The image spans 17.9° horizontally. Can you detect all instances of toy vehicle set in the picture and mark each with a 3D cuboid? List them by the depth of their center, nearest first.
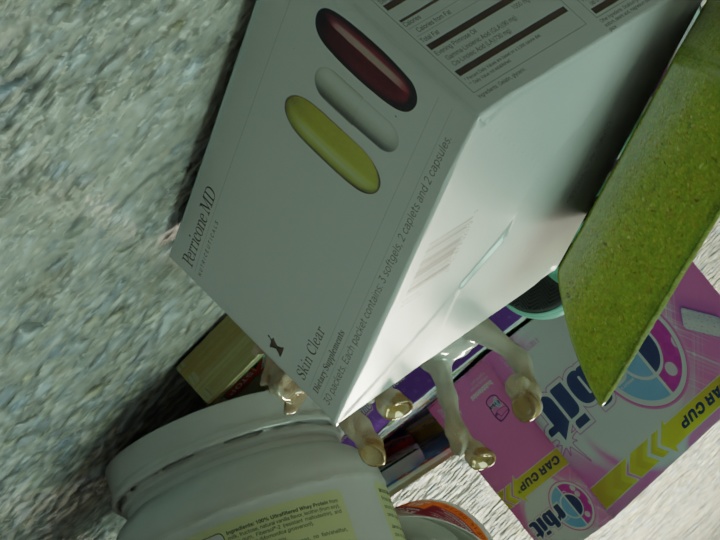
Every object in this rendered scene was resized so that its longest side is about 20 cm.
[{"bbox_3d":[0.000,0.000,1.170,0.200,0.027,0.124,-45,162,1],"label":"toy vehicle set"}]

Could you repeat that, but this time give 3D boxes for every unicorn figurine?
[{"bbox_3d":[0.022,0.031,1.077,0.074,0.138,0.200,-41,142,16],"label":"unicorn figurine"}]

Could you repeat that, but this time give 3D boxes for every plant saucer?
[{"bbox_3d":[0.152,-0.071,0.993,0.200,0.048,0.200,-55,173,-44],"label":"plant saucer"}]

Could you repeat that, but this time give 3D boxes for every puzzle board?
[{"bbox_3d":[0.005,0.119,1.364,0.200,0.017,0.151,-30,-176,-35],"label":"puzzle board"}]

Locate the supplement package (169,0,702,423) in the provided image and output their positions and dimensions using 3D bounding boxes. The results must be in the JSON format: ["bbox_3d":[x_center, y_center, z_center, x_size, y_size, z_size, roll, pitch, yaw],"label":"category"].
[{"bbox_3d":[0.029,-0.063,0.954,0.156,0.111,0.200,-32,158,-37],"label":"supplement package"}]

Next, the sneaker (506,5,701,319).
[{"bbox_3d":[0.131,-0.078,1.164,0.140,0.078,0.201,-31,143,-60],"label":"sneaker"}]

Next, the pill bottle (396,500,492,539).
[{"bbox_3d":[0.008,0.225,1.531,0.110,0.110,0.200,-53,161,24],"label":"pill bottle"}]

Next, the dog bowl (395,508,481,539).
[{"bbox_3d":[0.000,0.233,1.380,0.199,0.059,0.201,-10,110,-28],"label":"dog bowl"}]

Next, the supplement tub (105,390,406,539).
[{"bbox_3d":[-0.039,0.173,1.133,0.144,0.201,0.145,-19,163,-6],"label":"supplement tub"}]

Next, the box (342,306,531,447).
[{"bbox_3d":[0.061,0.034,1.320,0.200,0.039,0.137,-37,173,-26],"label":"box"}]

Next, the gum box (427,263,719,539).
[{"bbox_3d":[0.147,0.065,1.334,0.200,0.114,0.066,-35,173,-42],"label":"gum box"}]
